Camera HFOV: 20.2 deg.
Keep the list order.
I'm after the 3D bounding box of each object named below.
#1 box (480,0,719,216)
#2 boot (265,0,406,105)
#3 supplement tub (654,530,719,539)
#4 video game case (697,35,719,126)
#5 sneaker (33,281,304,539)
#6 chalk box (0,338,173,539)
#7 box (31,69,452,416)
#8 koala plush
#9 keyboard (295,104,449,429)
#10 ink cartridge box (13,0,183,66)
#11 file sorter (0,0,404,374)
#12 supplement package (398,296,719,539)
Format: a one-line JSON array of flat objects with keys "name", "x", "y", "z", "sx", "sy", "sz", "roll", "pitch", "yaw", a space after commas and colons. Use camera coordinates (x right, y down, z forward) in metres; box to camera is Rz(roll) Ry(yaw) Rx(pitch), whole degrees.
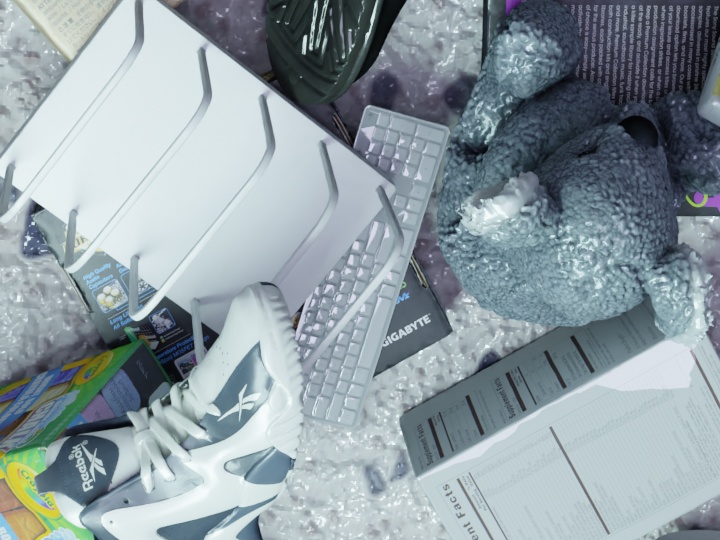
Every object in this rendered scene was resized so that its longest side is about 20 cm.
[{"name": "box", "x": 0.173, "y": -0.105, "z": 1.263, "sx": 0.198, "sy": 0.036, "sz": 0.144, "roll": 1, "pitch": 107, "yaw": -3}, {"name": "boot", "x": 0.044, "y": -0.190, "z": 1.188, "sx": 0.157, "sy": 0.079, "sz": 0.212, "roll": -5, "pitch": 130, "yaw": -42}, {"name": "supplement tub", "x": 0.231, "y": 0.287, "z": 1.322, "sx": 0.143, "sy": 0.145, "sz": 0.202, "roll": 6, "pitch": 106, "yaw": -6}, {"name": "video game case", "x": 0.312, "y": -0.126, "z": 1.221, "sx": 0.199, "sy": 0.023, "sz": 0.183, "roll": 28, "pitch": 64, "yaw": -12}, {"name": "sneaker", "x": -0.108, "y": 0.094, "z": 1.088, "sx": 0.128, "sy": 0.080, "sz": 0.200, "roll": 0, "pitch": 132, "yaw": -19}, {"name": "chalk box", "x": -0.168, "y": 0.133, "z": 1.216, "sx": 0.199, "sy": 0.124, "sz": 0.125, "roll": -19, "pitch": 109, "yaw": 34}, {"name": "box", "x": -0.073, "y": -0.002, "z": 1.266, "sx": 0.199, "sy": 0.050, "sz": 0.199, "roll": -29, "pitch": 104, "yaw": 2}, {"name": "koala plush", "x": 0.129, "y": -0.030, "z": 1.160, "sx": 0.176, "sy": 0.200, "sz": 0.185, "roll": 28, "pitch": 104, "yaw": -12}, {"name": "keyboard", "x": 0.000, "y": 0.000, "z": 1.244, "sx": 0.056, "sy": 0.011, "sz": 0.202, "roll": 15, "pitch": 103, "yaw": -10}, {"name": "ink cartridge box", "x": -0.139, "y": -0.237, "z": 1.180, "sx": 0.200, "sy": 0.075, "sz": 0.165, "roll": -39, "pitch": 105, "yaw": 7}, {"name": "file sorter", "x": -0.090, "y": -0.037, "z": 1.149, "sx": 0.199, "sy": 0.125, "sz": 0.139, "roll": 37, "pitch": 102, "yaw": -19}, {"name": "supplement package", "x": 0.139, "y": 0.107, "z": 1.282, "sx": 0.199, "sy": 0.110, "sz": 0.114, "roll": -28, "pitch": 106, "yaw": 4}]
